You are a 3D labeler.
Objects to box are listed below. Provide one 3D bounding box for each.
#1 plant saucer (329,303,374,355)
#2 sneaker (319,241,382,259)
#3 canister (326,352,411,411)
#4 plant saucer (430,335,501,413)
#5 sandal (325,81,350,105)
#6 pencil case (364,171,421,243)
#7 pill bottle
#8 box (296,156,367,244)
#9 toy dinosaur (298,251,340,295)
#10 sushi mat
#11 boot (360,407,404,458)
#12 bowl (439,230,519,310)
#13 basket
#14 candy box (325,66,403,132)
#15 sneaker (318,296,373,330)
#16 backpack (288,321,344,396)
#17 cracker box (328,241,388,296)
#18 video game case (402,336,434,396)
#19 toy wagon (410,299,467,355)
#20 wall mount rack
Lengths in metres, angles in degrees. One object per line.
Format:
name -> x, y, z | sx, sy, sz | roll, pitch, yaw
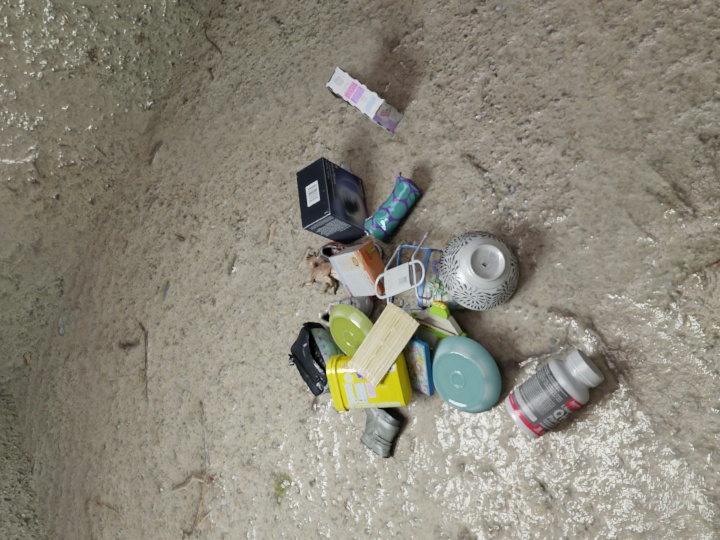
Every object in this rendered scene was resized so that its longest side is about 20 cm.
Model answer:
plant saucer -> -0.022, 0.188, 1.534 | 0.198, 0.031, 0.202 | 28, 136, 30
sneaker -> -0.034, -0.047, 1.634 | 0.197, 0.082, 0.078 | 2, 96, 22
canister -> 0.024, 0.290, 1.414 | 0.197, 0.086, 0.151 | -8, 102, 22
plant saucer -> 0.245, 0.262, 1.316 | 0.198, 0.036, 0.203 | 14, 112, 38
sandal -> -0.049, -0.618, 1.847 | 0.054, 0.080, 0.200 | -45, 46, -6
pencil case -> 0.092, -0.181, 1.589 | 0.092, 0.085, 0.201 | 40, 105, 10
pill bottle -> 0.423, 0.265, 1.173 | 0.200, 0.110, 0.111 | -47, 53, 20
box -> -0.082, -0.211, 1.668 | 0.122, 0.197, 0.203 | -23, 64, 31
toy dinosaur -> -0.114, 0.000, 1.717 | 0.198, 0.086, 0.138 | 1, 72, 34
sushi mat -> 0.057, 0.185, 1.345 | 0.095, 0.012, 0.201 | 37, 99, 19
boot -> 0.025, 0.418, 1.496 | 0.199, 0.067, 0.132 | 34, 105, 42
bowl -> 0.296, -0.010, 1.300 | 0.197, 0.094, 0.204 | 0, 79, 0
basket -> 0.181, 0.022, 1.423 | 0.197, 0.139, 0.179 | 2, 79, 31
candy box -> 0.015, -0.523, 1.662 | 0.200, 0.167, 0.072 | 41, 105, 20
sneaker -> -0.048, 0.126, 1.617 | 0.199, 0.088, 0.082 | -33, 58, 28
backpack -> -0.118, 0.270, 1.608 | 0.201, 0.125, 0.168 | 54, 135, 34
cracker box -> 0.000, 0.000, 1.512 | 0.135, 0.057, 0.199 | 61, 154, -10
video game case -> 0.118, 0.229, 1.420 | 0.199, 0.018, 0.145 | 21, 126, 55
toy wagon -> 0.195, 0.155, 1.368 | 0.153, 0.040, 0.202 | 21, 126, 24
wall mount rack -> 0.117, -0.001, 1.358 | 0.199, 0.074, 0.177 | -23, 65, 52
